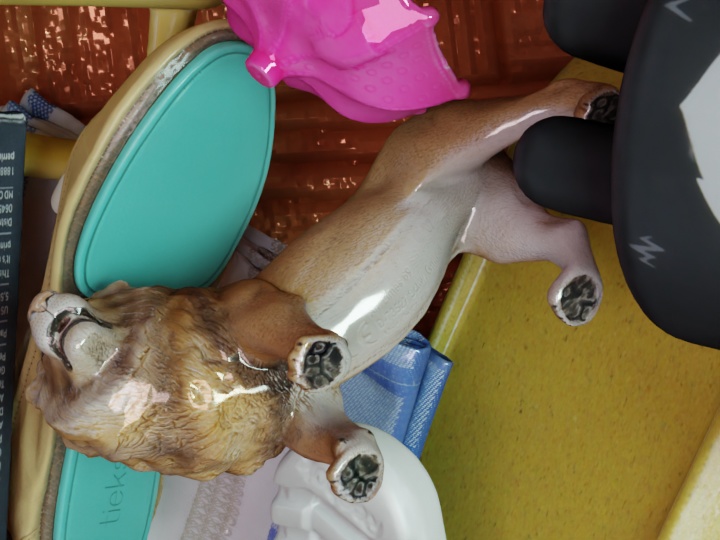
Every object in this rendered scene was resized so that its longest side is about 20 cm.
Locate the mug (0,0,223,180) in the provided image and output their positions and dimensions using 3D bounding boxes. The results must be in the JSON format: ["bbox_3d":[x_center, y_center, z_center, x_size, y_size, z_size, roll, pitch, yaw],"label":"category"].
[{"bbox_3d":[-0.092,-0.137,0.914,0.153,0.150,0.187,10,147,5],"label":"mug"}]

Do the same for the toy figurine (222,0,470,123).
[{"bbox_3d":[0.036,-0.127,0.831,0.150,0.200,0.184,47,114,3],"label":"toy figurine"}]

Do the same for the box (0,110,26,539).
[{"bbox_3d":[-0.196,0.045,0.892,0.148,0.107,0.200,4,95,21],"label":"box"}]

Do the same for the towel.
[{"bbox_3d":[-0.067,0.044,0.964,0.200,0.024,0.147,31,114,30],"label":"towel"}]

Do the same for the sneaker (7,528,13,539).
[{"bbox_3d":[-0.198,0.062,0.997,0.200,0.079,0.076,30,116,20],"label":"sneaker"}]

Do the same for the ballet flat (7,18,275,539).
[{"bbox_3d":[-0.083,0.005,0.917,0.063,0.069,0.200,38,117,46],"label":"ballet flat"}]

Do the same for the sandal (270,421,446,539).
[{"bbox_3d":[0.013,0.134,0.902,0.082,0.050,0.203,26,130,33],"label":"sandal"}]

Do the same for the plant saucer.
[{"bbox_3d":[0.075,0.048,0.878,0.048,0.200,0.200,9,114,-33],"label":"plant saucer"}]

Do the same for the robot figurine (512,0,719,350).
[{"bbox_3d":[0.141,-0.031,0.733,0.200,0.125,0.150,13,131,29],"label":"robot figurine"}]

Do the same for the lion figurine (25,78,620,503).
[{"bbox_3d":[0.000,0.000,0.852,0.200,0.122,0.073,-32,115,-17],"label":"lion figurine"}]
